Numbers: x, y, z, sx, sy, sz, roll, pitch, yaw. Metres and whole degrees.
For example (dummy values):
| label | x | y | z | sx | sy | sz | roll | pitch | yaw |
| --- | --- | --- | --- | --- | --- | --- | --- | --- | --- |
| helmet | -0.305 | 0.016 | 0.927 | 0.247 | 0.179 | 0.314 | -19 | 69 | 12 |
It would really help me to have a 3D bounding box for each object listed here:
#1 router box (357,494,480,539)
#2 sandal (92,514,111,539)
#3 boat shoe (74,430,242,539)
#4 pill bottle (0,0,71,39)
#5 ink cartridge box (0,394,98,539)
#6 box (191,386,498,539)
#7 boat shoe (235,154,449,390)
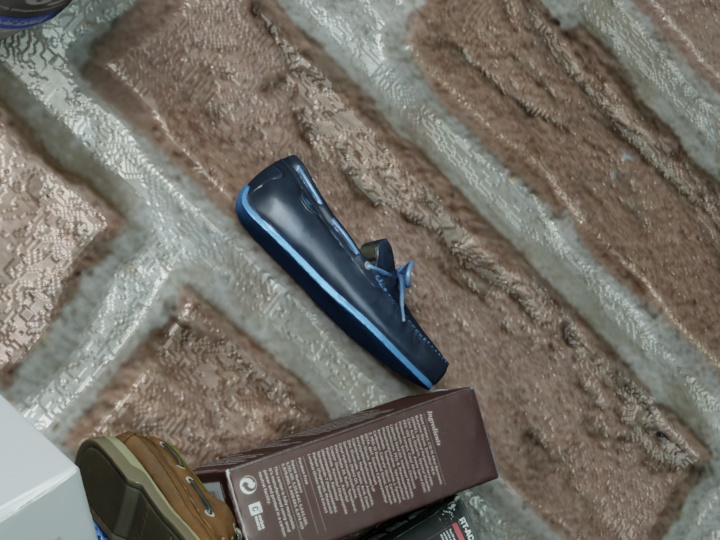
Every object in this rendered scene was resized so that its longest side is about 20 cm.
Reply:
| label | x | y | z | sx | sy | sz | roll | pitch | yaw |
| --- | --- | --- | --- | --- | --- | --- | --- | --- | --- |
| router box | 0.042 | 0.281 | 1.225 | 0.150 | 0.062 | 0.201 | -26 | 94 | -28 |
| sandal | -0.117 | 0.223 | 1.140 | 0.200 | 0.087 | 0.080 | 32 | 70 | -18 |
| boat shoe | -0.106 | 0.172 | 1.093 | 0.068 | 0.072 | 0.200 | -4 | 43 | -40 |
| pill bottle | -0.217 | -0.219 | 1.096 | 0.113 | 0.200 | 0.114 | 5 | 78 | -26 |
| ink cartridge box | -0.237 | 0.186 | 1.000 | 0.144 | 0.145 | 0.201 | -30 | 132 | -28 |
| box | -0.016 | 0.143 | 1.198 | 0.199 | 0.100 | 0.075 | -18 | 90 | -28 |
| boat shoe | 0.000 | 0.000 | 1.238 | 0.069 | 0.084 | 0.200 | -46 | 106 | -14 |
